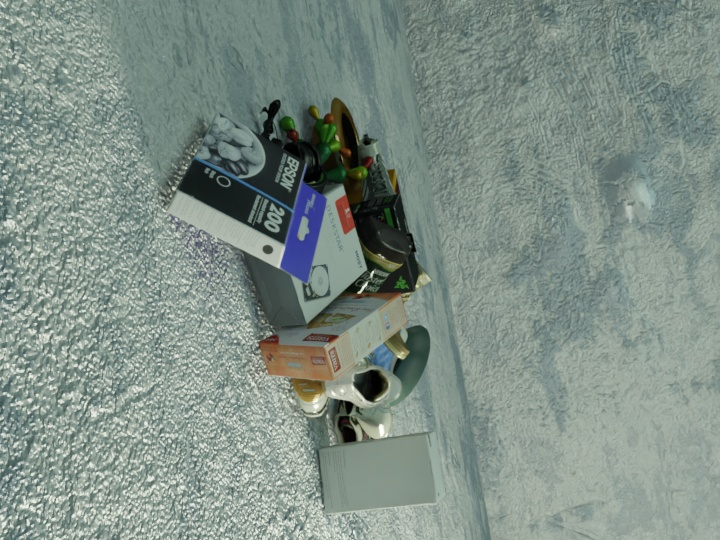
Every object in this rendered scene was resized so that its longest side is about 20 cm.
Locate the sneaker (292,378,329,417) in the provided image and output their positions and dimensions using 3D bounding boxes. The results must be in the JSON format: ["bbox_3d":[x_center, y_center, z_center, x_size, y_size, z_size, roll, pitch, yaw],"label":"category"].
[{"bbox_3d":[-0.077,0.152,1.107,0.201,0.075,0.088,-79,170,-46],"label":"sneaker"}]

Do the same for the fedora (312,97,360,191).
[{"bbox_3d":[-0.053,-0.261,1.408,0.200,0.081,0.203,-10,90,-75],"label":"fedora"}]

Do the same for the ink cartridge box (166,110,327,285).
[{"bbox_3d":[-0.130,-0.100,0.868,0.199,0.043,0.199,29,38,-18],"label":"ink cartridge box"}]

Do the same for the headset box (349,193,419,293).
[{"bbox_3d":[0.011,-0.038,1.275,0.093,0.197,0.176,-65,143,-66],"label":"headset box"}]

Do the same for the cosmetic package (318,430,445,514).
[{"bbox_3d":[0.036,0.343,1.121,0.081,0.197,0.114,27,55,-71],"label":"cosmetic package"}]

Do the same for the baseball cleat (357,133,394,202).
[{"bbox_3d":[0.024,-0.193,1.333,0.107,0.069,0.202,76,-3,-53],"label":"baseball cleat"}]

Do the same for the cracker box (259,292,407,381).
[{"bbox_3d":[-0.038,0.094,1.002,0.199,0.133,0.058,-32,113,-48],"label":"cracker box"}]

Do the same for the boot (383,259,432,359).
[{"bbox_3d":[0.085,0.063,1.355,0.201,0.154,0.072,59,6,17],"label":"boot"}]

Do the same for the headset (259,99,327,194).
[{"bbox_3d":[-0.119,-0.189,1.037,0.095,0.122,0.201,-64,-144,28],"label":"headset"}]

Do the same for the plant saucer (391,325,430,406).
[{"bbox_3d":[0.083,0.208,1.499,0.038,0.201,0.202,30,38,-20],"label":"plant saucer"}]

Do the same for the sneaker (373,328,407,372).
[{"bbox_3d":[0.023,0.195,1.436,0.111,0.076,0.202,32,70,-26],"label":"sneaker"}]

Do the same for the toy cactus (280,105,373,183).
[{"bbox_3d":[-0.071,-0.203,1.234,0.199,0.102,0.167,33,72,-34],"label":"toy cactus"}]

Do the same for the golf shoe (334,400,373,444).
[{"bbox_3d":[-0.010,0.265,1.250,0.088,0.076,0.203,29,52,-62],"label":"golf shoe"}]

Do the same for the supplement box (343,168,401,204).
[{"bbox_3d":[0.028,-0.085,1.482,0.198,0.131,0.202,-79,158,-54],"label":"supplement box"}]

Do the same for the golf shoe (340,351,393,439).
[{"bbox_3d":[-0.004,0.232,1.150,0.097,0.077,0.202,-53,131,-49],"label":"golf shoe"}]

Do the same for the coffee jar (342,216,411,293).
[{"bbox_3d":[0.000,0.000,1.185,0.104,0.201,0.086,19,30,-36],"label":"coffee jar"}]

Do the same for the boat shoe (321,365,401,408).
[{"bbox_3d":[0.020,0.189,1.064,0.199,0.069,0.072,18,74,-54],"label":"boat shoe"}]

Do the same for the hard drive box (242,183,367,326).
[{"bbox_3d":[-0.084,-0.029,1.033,0.200,0.076,0.158,-43,121,-52],"label":"hard drive box"}]
